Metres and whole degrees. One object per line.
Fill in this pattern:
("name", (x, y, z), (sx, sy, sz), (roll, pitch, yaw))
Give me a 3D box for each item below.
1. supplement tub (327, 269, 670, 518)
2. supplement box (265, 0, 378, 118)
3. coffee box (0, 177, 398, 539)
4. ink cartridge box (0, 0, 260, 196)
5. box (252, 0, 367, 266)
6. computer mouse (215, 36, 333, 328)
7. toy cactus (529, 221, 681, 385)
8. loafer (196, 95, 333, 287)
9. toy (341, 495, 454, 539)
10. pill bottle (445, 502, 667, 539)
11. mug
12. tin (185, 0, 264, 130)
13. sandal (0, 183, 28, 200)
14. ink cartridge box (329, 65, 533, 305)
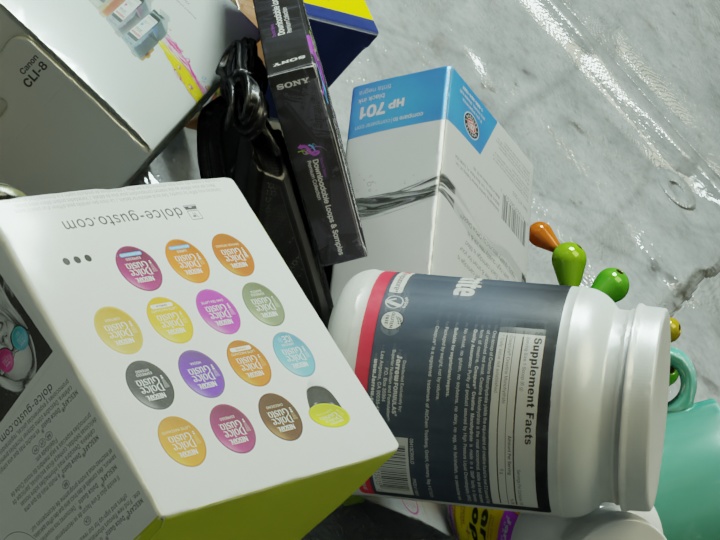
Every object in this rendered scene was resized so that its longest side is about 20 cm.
("supplement tub", (0.083, 0.076, 1.380), (0.199, 0.141, 0.141), (5, 33, 12))
("supplement box", (-0.087, -0.231, 1.747), (0.109, 0.109, 0.201), (9, 48, -42))
("coffee box", (-0.142, 0.090, 1.259), (0.199, 0.200, 0.198), (-10, 62, -51))
("ink cartridge box", (-0.188, -0.123, 1.487), (0.145, 0.145, 0.200), (44, 33, -5))
("box", (-0.038, -0.113, 1.472), (0.200, 0.036, 0.143), (-105, 180, -59))
("computer mouse", (-0.063, -0.040, 1.438), (0.139, 0.052, 0.201), (-103, 176, -69))
("toy cactus", (0.138, 0.056, 1.693), (0.200, 0.102, 0.165), (37, 64, 26))
("loafer", (-0.051, -0.026, 1.530), (0.068, 0.070, 0.201), (-30, 108, -27))
("toy", (-0.018, 0.114, 1.490), (0.200, 0.047, 0.116), (36, 29, -55))
("pill bottle", (0.132, 0.171, 1.479), (0.104, 0.104, 0.200), (33, -1, -19))
("mug", (0.215, 0.166, 1.616), (0.152, 0.114, 0.186), (68, 7, -57))
("tin", (-0.125, -0.192, 1.661), (0.042, 0.112, 0.201), (11, 47, -41))
("sandal", (-0.217, 0.000, 1.316), (0.080, 0.201, 0.057), (-28, 72, -11))
("ink cartridge box", (0.052, -0.016, 1.565), (0.146, 0.086, 0.201), (45, 45, -49))
